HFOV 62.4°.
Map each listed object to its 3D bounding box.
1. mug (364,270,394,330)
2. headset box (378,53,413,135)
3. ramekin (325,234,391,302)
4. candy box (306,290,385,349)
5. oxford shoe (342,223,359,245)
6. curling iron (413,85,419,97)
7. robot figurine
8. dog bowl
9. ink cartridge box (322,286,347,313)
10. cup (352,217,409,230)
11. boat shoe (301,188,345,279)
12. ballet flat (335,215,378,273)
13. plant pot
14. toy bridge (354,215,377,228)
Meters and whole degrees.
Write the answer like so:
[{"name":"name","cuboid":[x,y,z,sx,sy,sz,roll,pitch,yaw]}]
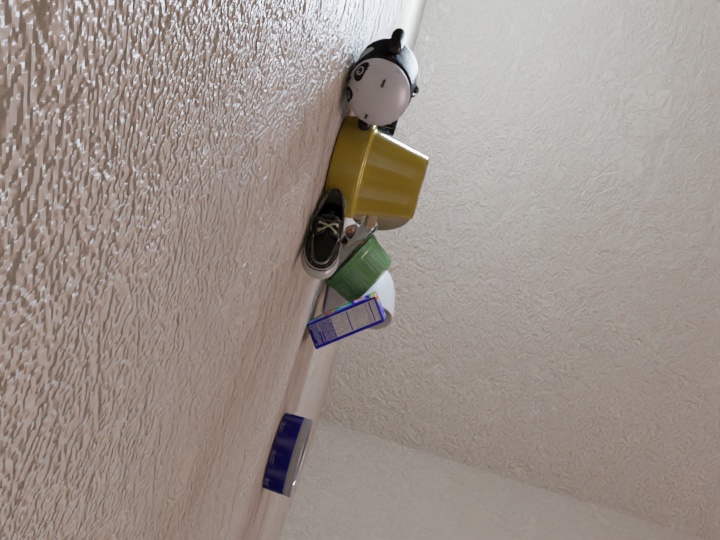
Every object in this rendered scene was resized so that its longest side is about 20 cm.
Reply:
[{"name":"mug","cuboid":[0.025,0.091,1.962,0.199,0.146,0.178,-34,-144,41]},{"name":"headset box","cuboid":[0.061,-0.430,1.440,0.200,0.091,0.178,-65,171,-82]},{"name":"ramekin","cuboid":[0.000,0.000,1.741,0.200,0.098,0.200,-45,-175,5]},{"name":"candy box","cuboid":[-0.034,0.131,1.603,0.169,0.197,0.078,-34,102,-87]},{"name":"oxford shoe","cuboid":[-0.034,-0.108,1.904,0.200,0.070,0.074,-45,123,-80]},{"name":"curling iron","cuboid":[0.102,-0.519,1.568,0.050,0.025,0.202,-58,-137,34]},{"name":"robot figurine","cuboid":[0.040,-0.353,1.104,0.202,0.122,0.152,-72,147,-50]},{"name":"dog bowl","cuboid":[-0.192,0.488,1.584,0.200,0.077,0.204,16,89,-87]},{"name":"ink cartridge box","cuboid":[-0.056,0.035,1.931,0.202,0.075,0.138,-71,177,-49]},{"name":"cup","cuboid":[0.044,-0.202,1.773,0.142,0.199,0.203,-30,144,-46]},{"name":"boat shoe","cuboid":[-0.065,-0.073,1.092,0.064,0.069,0.202,105,-5,-46]},{"name":"ballet flat","cuboid":[-0.033,-0.077,1.697,0.200,0.072,0.072,-47,176,-4]},{"name":"plant pot","cuboid":[0.037,-0.194,1.229,0.201,0.185,0.205,17,90,-88]},{"name":"toy bridge","cuboid":[-0.002,-0.165,1.535,0.200,0.027,0.069,-140,-117,-63]}]
